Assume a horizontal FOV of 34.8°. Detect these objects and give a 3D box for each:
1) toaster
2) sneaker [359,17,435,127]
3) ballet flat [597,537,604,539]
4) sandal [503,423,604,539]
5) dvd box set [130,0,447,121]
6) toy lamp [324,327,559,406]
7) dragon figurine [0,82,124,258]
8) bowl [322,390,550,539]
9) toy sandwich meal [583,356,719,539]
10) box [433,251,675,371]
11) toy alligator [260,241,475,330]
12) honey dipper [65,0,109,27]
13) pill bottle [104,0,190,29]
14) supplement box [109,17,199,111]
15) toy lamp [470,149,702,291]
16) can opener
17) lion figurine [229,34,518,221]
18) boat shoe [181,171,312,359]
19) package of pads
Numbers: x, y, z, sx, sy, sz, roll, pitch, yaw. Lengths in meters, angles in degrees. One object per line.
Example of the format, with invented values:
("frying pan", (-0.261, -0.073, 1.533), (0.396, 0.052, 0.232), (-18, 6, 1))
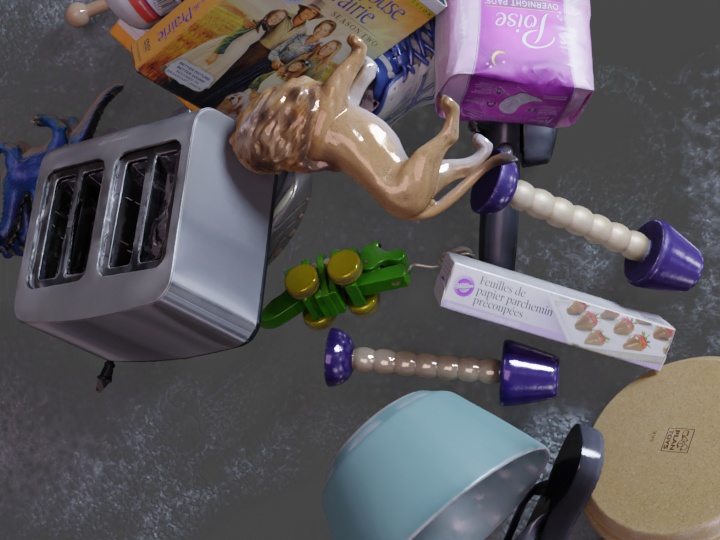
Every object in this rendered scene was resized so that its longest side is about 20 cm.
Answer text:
("toaster", (-0.169, -0.019, 0.919), (0.179, 0.118, 0.203), (-8, 67, 34))
("sneaker", (0.037, -0.166, 0.958), (0.199, 0.088, 0.076), (-41, 84, 7))
("ballet flat", (0.280, 0.217, 0.942), (0.198, 0.072, 0.069), (-23, 84, 8))
("sandal", (0.144, 0.207, 0.942), (0.042, 0.076, 0.202), (15, 116, -4))
("dvd box set", (-0.053, -0.184, 0.865), (0.199, 0.146, 0.030), (-31, 56, 26))
("toy lamp", (0.069, 0.083, 0.979), (0.197, 0.058, 0.059), (2, 93, 10))
("dragon figurine", (-0.269, -0.084, 1.025), (0.198, 0.059, 0.100), (-28, 88, 10))
("bowl", (0.047, 0.175, 0.934), (0.201, 0.200, 0.105), (-45, 65, 8))
("toy sandwich meal", (0.270, 0.151, 0.909), (0.204, 0.206, 0.070), (-35, 123, 9))
("box", (0.159, 0.034, 0.941), (0.197, 0.041, 0.039), (16, 101, -11))
("toy alligator", (0.000, 0.000, 0.991), (0.197, 0.060, 0.055), (-19, 49, 9))
("honey dipper", (-0.170, -0.255, 1.012), (0.197, 0.038, 0.038), (-20, 89, 9))
("pill bottle", (-0.104, -0.266, 0.848), (0.198, 0.112, 0.114), (-22, 89, 10))
("supplement box", (-0.095, -0.233, 0.957), (0.126, 0.074, 0.200), (43, 106, -12))
("toy lamp", (0.185, -0.034, 0.920), (0.198, 0.058, 0.059), (21, 96, -15))
("can opener", (0.120, -0.068, 0.961), (0.077, 0.063, 0.203), (7, 93, 8))
("lion figurine", (0.006, -0.090, 0.860), (0.199, 0.072, 0.123), (33, 86, 12))
("boat shoe", (-0.118, -0.018, 0.996), (0.073, 0.074, 0.201), (37, 97, 7))
("package of pads", (0.118, -0.219, 0.911), (0.119, 0.076, 0.203), (4, 72, -5))
